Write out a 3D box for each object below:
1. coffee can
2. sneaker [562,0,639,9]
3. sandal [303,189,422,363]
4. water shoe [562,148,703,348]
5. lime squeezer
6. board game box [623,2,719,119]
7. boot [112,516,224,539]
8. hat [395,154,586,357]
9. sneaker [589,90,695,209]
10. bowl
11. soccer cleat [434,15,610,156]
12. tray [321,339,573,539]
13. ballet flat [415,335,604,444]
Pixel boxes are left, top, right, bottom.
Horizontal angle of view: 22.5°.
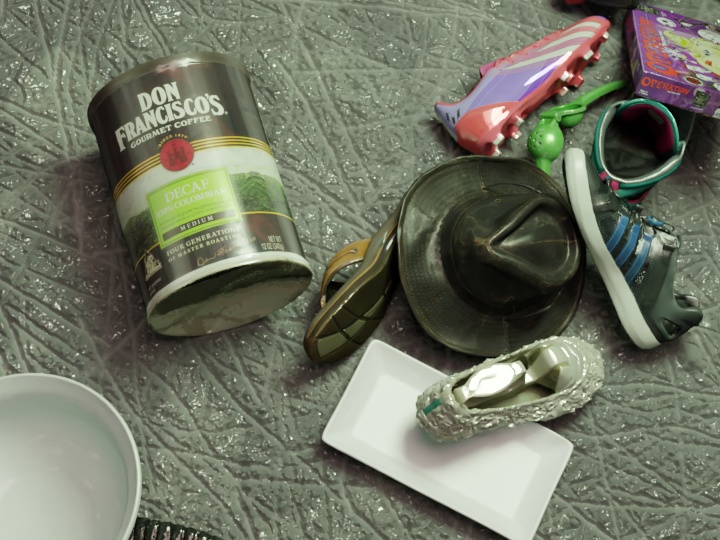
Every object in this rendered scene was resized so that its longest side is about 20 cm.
[{"bbox_3d":[-0.138,-0.064,1.549,0.146,0.146,0.201,-13,70,-15],"label":"coffee can"},{"bbox_3d":[0.274,-0.329,1.768,0.098,0.071,0.201,23,65,24],"label":"sneaker"},{"bbox_3d":[0.000,0.000,1.587,0.054,0.082,0.200,21,60,22],"label":"sandal"},{"bbox_3d":[0.241,-0.029,1.601,0.079,0.072,0.200,-22,111,11],"label":"water shoe"},{"bbox_3d":[0.194,-0.124,1.681,0.071,0.038,0.200,40,62,-20],"label":"lime squeezer"},{"bbox_3d":[0.309,-0.194,1.687,0.120,0.032,0.200,12,27,-2],"label":"board game box"},{"bbox_3d":[-0.119,0.292,1.434,0.210,0.079,0.158,20,65,-1],"label":"boot"},{"bbox_3d":[0.133,-0.016,1.579,0.200,0.081,0.201,3,83,-27],"label":"hat"},{"bbox_3d":[0.264,-0.131,1.663,0.083,0.121,0.200,32,65,5],"label":"sneaker"},{"bbox_3d":[-0.261,0.190,1.434,0.200,0.090,0.202,-3,64,7],"label":"bowl"},{"bbox_3d":[0.156,-0.186,1.702,0.076,0.067,0.200,41,69,14],"label":"soccer cleat"},{"bbox_3d":[0.075,0.150,1.562,0.200,0.022,0.108,28,64,3],"label":"tray"},{"bbox_3d":[0.140,0.096,1.552,0.199,0.072,0.072,-19,71,-30],"label":"ballet flat"}]
